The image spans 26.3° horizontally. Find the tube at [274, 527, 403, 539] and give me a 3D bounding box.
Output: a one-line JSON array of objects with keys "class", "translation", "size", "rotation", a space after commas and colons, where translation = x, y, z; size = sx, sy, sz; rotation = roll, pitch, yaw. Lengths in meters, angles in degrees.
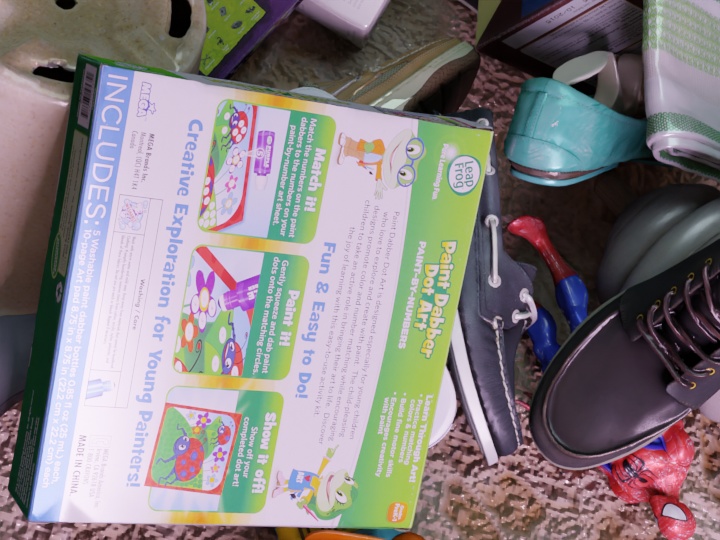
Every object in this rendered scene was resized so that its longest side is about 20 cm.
[{"class": "tube", "translation": [-0.029, 0.092, 0.800], "size": [0.077, 0.050, 0.201], "rotation": [-15, 70, -23]}]

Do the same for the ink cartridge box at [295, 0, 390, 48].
[{"class": "ink cartridge box", "translation": [-0.055, -0.243, 0.969], "size": [0.199, 0.067, 0.118], "rotation": [31, 88, -1]}]

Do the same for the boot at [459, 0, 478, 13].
[{"class": "boot", "translation": [0.094, -0.254, 1.073], "size": [0.200, 0.072, 0.145], "rotation": [41, 51, -3]}]

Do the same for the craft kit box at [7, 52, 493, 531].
[{"class": "craft kit box", "translation": [-0.048, 0.016, 0.704], "size": [0.196, 0.202, 0.048], "rotation": [8, 10, -26]}]

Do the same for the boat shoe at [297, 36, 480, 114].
[{"class": "boat shoe", "translation": [-0.007, -0.092, 0.920], "size": [0.076, 0.072, 0.200], "rotation": [35, 50, 18]}]

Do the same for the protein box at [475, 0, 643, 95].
[{"class": "protein box", "translation": [0.196, -0.215, 0.983], "size": [0.199, 0.134, 0.201], "rotation": [20, 66, -31]}]

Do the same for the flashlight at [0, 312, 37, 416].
[{"class": "flashlight", "translation": [-0.132, 0.045, 0.733], "size": [0.198, 0.068, 0.069], "rotation": [-5, 88, -18]}]

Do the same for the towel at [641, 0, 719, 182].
[{"class": "towel", "translation": [0.220, -0.142, 0.876], "size": [0.148, 0.031, 0.202], "rotation": [16, 68, -33]}]

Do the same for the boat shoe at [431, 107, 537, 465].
[{"class": "boat shoe", "translation": [0.068, 0.004, 0.851], "size": [0.060, 0.076, 0.202], "rotation": [-12, 80, -1]}]

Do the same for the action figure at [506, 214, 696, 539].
[{"class": "action figure", "translation": [0.129, 0.065, 0.870], "size": [0.051, 0.065, 0.201], "rotation": [-4, 55, -51]}]

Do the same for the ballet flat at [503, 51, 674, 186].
[{"class": "ballet flat", "translation": [0.150, -0.093, 0.910], "size": [0.067, 0.071, 0.199], "rotation": [20, 18, 29]}]

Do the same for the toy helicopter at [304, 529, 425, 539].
[{"class": "toy helicopter", "translation": [0.046, 0.186, 0.749], "size": [0.198, 0.079, 0.133], "rotation": [5, 61, -37]}]

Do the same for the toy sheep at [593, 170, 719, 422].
[{"class": "toy sheep", "translation": [0.206, 0.013, 0.900], "size": [0.137, 0.139, 0.200], "rotation": [-21, 52, -32]}]

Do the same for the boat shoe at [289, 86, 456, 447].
[{"class": "boat shoe", "translation": [0.000, 0.000, 0.832], "size": [0.071, 0.068, 0.202], "rotation": [-25, 86, 4]}]

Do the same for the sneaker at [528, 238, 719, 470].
[{"class": "sneaker", "translation": [0.164, 0.028, 0.782], "size": [0.200, 0.106, 0.075], "rotation": [-39, 80, 5]}]

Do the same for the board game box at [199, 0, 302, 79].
[{"class": "board game box", "translation": [-0.067, -0.214, 0.920], "size": [0.120, 0.032, 0.200], "rotation": [44, 89, -4]}]

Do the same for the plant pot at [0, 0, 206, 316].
[{"class": "plant pot", "translation": [-0.161, -0.078, 0.768], "size": [0.198, 0.184, 0.202], "rotation": [11, 54, -15]}]
